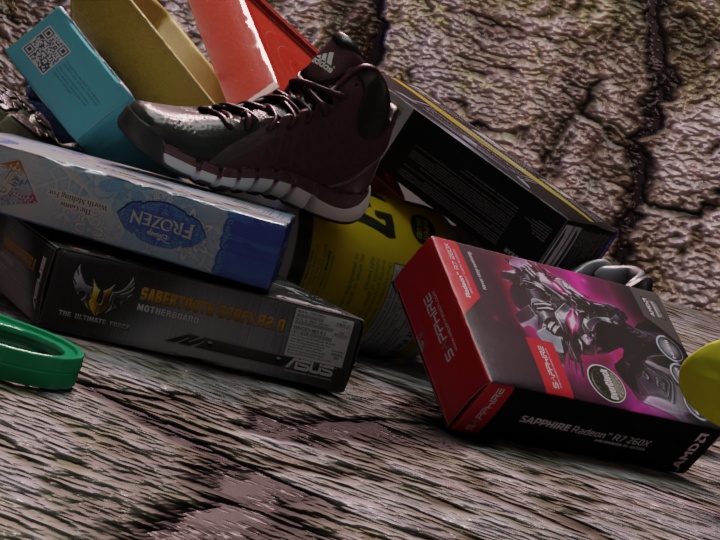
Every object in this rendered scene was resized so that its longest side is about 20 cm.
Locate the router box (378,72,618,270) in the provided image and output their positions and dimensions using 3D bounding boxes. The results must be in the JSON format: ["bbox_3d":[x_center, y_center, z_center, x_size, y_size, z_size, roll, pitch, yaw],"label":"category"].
[{"bbox_3d":[0.079,-0.068,1.508,0.200,0.052,0.157,38,10,18],"label":"router box"}]

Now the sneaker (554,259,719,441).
[{"bbox_3d":[0.196,0.057,1.474,0.199,0.115,0.075,13,6,-33],"label":"sneaker"}]

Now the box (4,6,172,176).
[{"bbox_3d":[-0.183,-0.109,1.446,0.082,0.049,0.200,51,-4,11],"label":"box"}]

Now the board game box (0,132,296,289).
[{"bbox_3d":[-0.141,-0.040,1.277,0.197,0.044,0.200,17,3,-1],"label":"board game box"}]

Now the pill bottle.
[{"bbox_3d":[0.000,0.000,1.475,0.199,0.115,0.114,14,5,-31],"label":"pill bottle"}]

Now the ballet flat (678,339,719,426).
[{"bbox_3d":[0.271,0.075,1.191,0.198,0.067,0.067,1,29,26],"label":"ballet flat"}]

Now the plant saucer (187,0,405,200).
[{"bbox_3d":[-0.044,-0.129,1.564,0.200,0.037,0.200,41,18,-40],"label":"plant saucer"}]

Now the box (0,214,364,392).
[{"bbox_3d":[-0.117,0.016,1.274,0.199,0.049,0.158,15,5,-23],"label":"box"}]

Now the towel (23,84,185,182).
[{"bbox_3d":[-0.192,-0.080,1.647,0.111,0.049,0.201,16,-29,22],"label":"towel"}]

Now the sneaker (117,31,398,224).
[{"bbox_3d":[-0.056,-0.107,1.326,0.199,0.116,0.076,14,21,-43],"label":"sneaker"}]

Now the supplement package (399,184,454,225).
[{"bbox_3d":[0.011,-0.042,1.745,0.198,0.157,0.111,17,4,11],"label":"supplement package"}]

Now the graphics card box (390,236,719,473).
[{"bbox_3d":[0.126,0.055,1.319,0.199,0.051,0.126,15,38,-33],"label":"graphics card box"}]

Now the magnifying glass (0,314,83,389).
[{"bbox_3d":[-0.214,0.023,1.053,0.079,0.023,0.199,11,9,-46],"label":"magnifying glass"}]

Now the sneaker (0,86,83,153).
[{"bbox_3d":[-0.233,-0.054,1.544,0.200,0.085,0.077,42,11,-41],"label":"sneaker"}]

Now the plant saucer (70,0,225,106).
[{"bbox_3d":[-0.132,-0.131,1.519,0.200,0.048,0.200,51,5,14],"label":"plant saucer"}]
